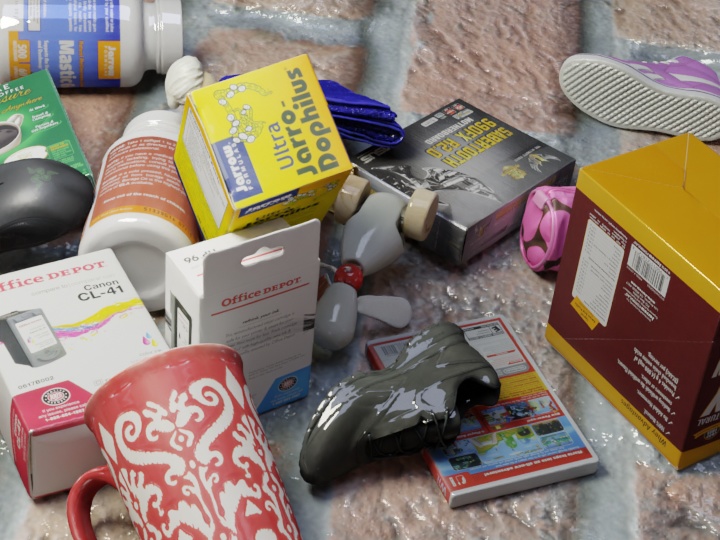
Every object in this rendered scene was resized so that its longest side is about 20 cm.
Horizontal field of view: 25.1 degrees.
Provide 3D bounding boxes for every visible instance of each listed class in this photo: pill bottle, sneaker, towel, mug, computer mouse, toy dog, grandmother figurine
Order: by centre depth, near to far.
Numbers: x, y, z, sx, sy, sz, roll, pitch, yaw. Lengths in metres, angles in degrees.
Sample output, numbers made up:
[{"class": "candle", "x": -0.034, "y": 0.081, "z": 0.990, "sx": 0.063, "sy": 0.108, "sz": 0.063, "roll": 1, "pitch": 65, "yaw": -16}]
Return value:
[{"class": "mug", "x": -0.126, "y": 0.187, "z": 1.243, "sx": 0.133, "sy": 0.178, "sz": 0.201, "roll": -4, "pitch": 57, "yaw": -38}, {"class": "sneaker", "x": 0.035, "y": 0.122, "z": 1.367, "sx": 0.200, "sy": 0.076, "sz": 0.091, "roll": -35, "pitch": 55, "yaw": -22}, {"class": "computer mouse", "x": -0.347, "y": -0.052, "z": 1.496, "sx": 0.199, "sy": 0.053, "sz": 0.139, "roll": -20, "pitch": 49, "yaw": 6}, {"class": "toy dog", "x": 0.000, "y": 0.000, "z": 1.536, "sx": 0.132, "sy": 0.097, "sz": 0.200, "roll": 34, "pitch": 61, "yaw": 26}, {"class": "pill bottle", "x": -0.201, "y": -0.063, "z": 1.547, "sx": 0.112, "sy": 0.113, "sz": 0.200, "roll": 5, "pitch": 40, "yaw": -1}, {"class": "grandmother figurine", "x": -0.118, "y": -0.126, "z": 1.582, "sx": 0.061, "sy": 0.200, "sz": 0.121, "roll": -45, "pitch": 17, "yaw": -16}, {"class": "towel", "x": -0.054, "y": -0.173, "z": 1.671, "sx": 0.147, "sy": 0.050, "sz": 0.200, "roll": 8, "pitch": 10, "yaw": -24}, {"class": "pill bottle", "x": -0.296, "y": -0.256, "z": 1.770, "sx": 0.199, "sy": 0.112, "sz": 0.112, "roll": -1, "pitch": 40, "yaw": -9}, {"class": "sneaker", "x": 0.324, "y": -0.212, "z": 1.838, "sx": 0.199, "sy": 0.073, "sz": 0.114, "roll": 19, "pitch": 36, "yaw": -1}]

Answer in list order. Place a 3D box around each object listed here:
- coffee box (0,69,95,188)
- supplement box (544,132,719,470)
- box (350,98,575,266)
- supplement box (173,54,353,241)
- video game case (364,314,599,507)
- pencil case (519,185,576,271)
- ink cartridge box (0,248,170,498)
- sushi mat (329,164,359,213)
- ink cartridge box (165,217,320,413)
[{"class": "coffee box", "x": -0.344, "y": -0.118, "z": 1.630, "sx": 0.122, "sy": 0.044, "sz": 0.200, "roll": -22, "pitch": 45, "yaw": -10}, {"class": "supplement box", "x": 0.287, "y": 0.025, "z": 1.434, "sx": 0.132, "sy": 0.201, "sz": 0.197, "roll": -19, "pitch": 45, "yaw": -27}, {"class": "box", "x": 0.102, "y": -0.096, "z": 1.667, "sx": 0.158, "sy": 0.049, "sz": 0.200, "roll": 31, "pitch": 41, "yaw": 28}, {"class": "supplement box", "x": -0.089, "y": -0.093, "z": 1.409, "sx": 0.109, "sy": 0.200, "sz": 0.109, "roll": -21, "pitch": 82, "yaw": -14}, {"class": "video game case", "x": 0.105, "y": 0.120, "z": 1.440, "sx": 0.142, "sy": 0.018, "sz": 0.200, "roll": -10, "pitch": 42, "yaw": -19}, {"class": "pencil case", "x": 0.261, "y": -0.047, "z": 1.604, "sx": 0.199, "sy": 0.094, "sz": 0.091, "roll": -4, "pitch": 40, "yaw": -11}, {"class": "ink cartridge box", "x": -0.245, "y": 0.084, "z": 1.384, "sx": 0.147, "sy": 0.086, "sz": 0.200, "roll": -15, "pitch": 45, "yaw": -23}, {"class": "sushi mat", "x": -0.083, "y": -0.112, "z": 1.637, "sx": 0.199, "sy": 0.096, "sz": 0.012, "roll": 25, "pitch": 63, "yaw": 21}, {"class": "ink cartridge box", "x": -0.102, "y": 0.032, "z": 1.374, "sx": 0.116, "sy": 0.201, "sz": 0.068, "roll": -19, "pitch": 45, "yaw": -28}]
